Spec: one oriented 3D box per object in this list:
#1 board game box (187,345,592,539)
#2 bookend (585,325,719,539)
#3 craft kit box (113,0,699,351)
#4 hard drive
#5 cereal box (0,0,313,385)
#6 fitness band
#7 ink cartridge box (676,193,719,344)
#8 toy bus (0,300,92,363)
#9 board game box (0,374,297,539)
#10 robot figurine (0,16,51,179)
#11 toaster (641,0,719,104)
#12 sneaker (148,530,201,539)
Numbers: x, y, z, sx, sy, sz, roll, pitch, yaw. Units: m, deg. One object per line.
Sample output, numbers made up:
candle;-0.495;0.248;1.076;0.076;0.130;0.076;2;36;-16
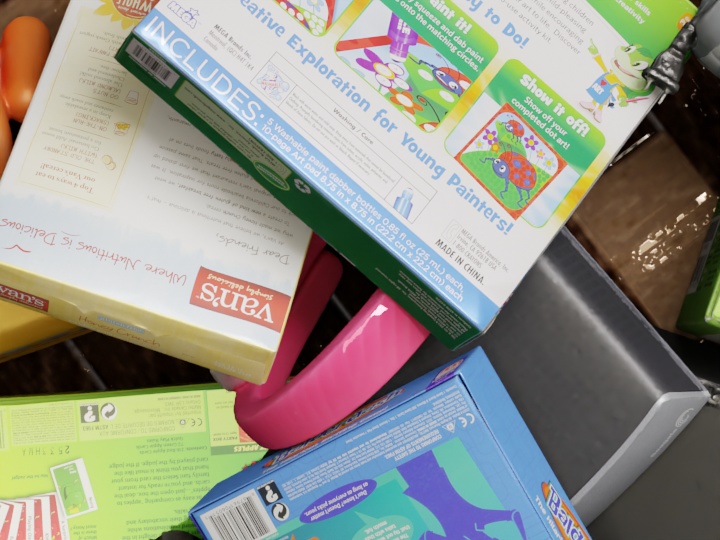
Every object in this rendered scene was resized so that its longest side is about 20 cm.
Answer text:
board game box;0.037;0.157;1.076;0.152;0.045;0.201;-28;95;21
bookend;0.134;0.135;1.158;0.198;0.092;0.201;19;101;15
craft kit box;0.027;-0.103;1.056;0.200;0.049;0.198;41;69;-4
hard drive;0.049;0.079;1.109;0.200;0.042;0.135;-43;81;19
cereal box;-0.083;-0.058;1.106;0.143;0.040;0.201;18;60;-3
fitness band;0.000;0.000;1.129;0.037;0.200;0.143;44;134;-18
ink cartridge box;0.259;0.025;1.124;0.199;0.148;0.076;19;89;3
toy bus;-0.162;0.006;1.183;0.199;0.078;0.065;-19;87;0
board game box;-0.103;0.108;1.194;0.199;0.048;0.102;-4;89;4
robot figurine;-0.231;-0.081;1.147;0.144;0.200;0.116;-42;127;18
toaster;0.233;-0.115;1.029;0.129;0.114;0.200;42;93;1
sneaker;-0.074;0.214;1.162;0.089;0.070;0.201;4;115;-10
